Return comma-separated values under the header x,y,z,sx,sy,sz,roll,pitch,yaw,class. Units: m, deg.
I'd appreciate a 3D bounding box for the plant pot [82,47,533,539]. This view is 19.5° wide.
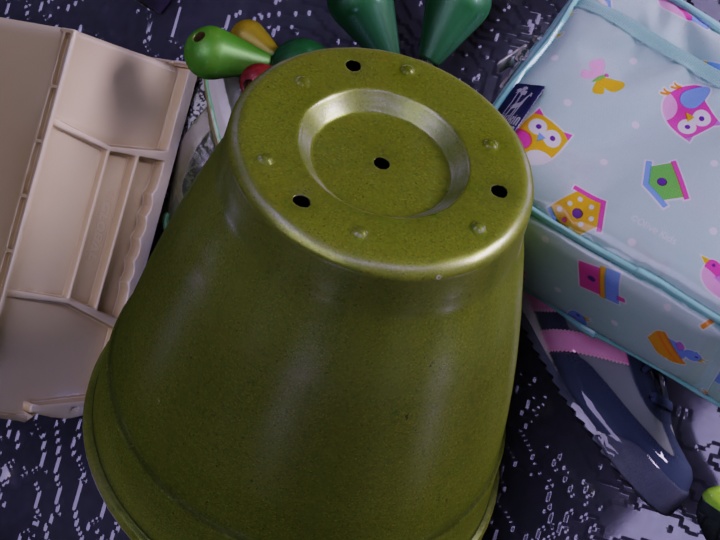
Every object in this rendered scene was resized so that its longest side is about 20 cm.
x,y,z,sx,sy,sz,roll,pitch,yaw,class
-0.011,0.014,0.910,0.200,0.200,0.194,42,141,22,plant pot

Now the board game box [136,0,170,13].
x,y,z,sx,sy,sz,roll,pitch,yaw,class
-0.112,-0.273,1.160,0.165,0.057,0.200,44,97,19,board game box

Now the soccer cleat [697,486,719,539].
x,y,z,sx,sy,sz,roll,pitch,yaw,class
0.224,0.177,0.945,0.200,0.067,0.081,39,108,22,soccer cleat

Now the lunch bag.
x,y,z,sx,sy,sz,roll,pitch,yaw,class
0.150,-0.043,0.973,0.199,0.077,0.161,32,65,10,lunch bag

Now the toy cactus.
x,y,z,sx,sy,sz,roll,pitch,yaw,class
0.016,-0.121,1.057,0.199,0.102,0.166,-29,100,-25,toy cactus

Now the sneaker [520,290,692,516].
x,y,z,sx,sy,sz,roll,pitch,yaw,class
0.121,0.018,1.014,0.082,0.070,0.201,-32,73,11,sneaker

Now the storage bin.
x,y,z,sx,sy,sz,roll,pitch,yaw,class
-0.210,-0.036,1.109,0.199,0.093,0.200,14,88,37,storage bin

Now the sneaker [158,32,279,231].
x,y,z,sx,sy,sz,roll,pitch,yaw,class
-0.073,-0.025,1.104,0.088,0.077,0.202,-13,71,32,sneaker
